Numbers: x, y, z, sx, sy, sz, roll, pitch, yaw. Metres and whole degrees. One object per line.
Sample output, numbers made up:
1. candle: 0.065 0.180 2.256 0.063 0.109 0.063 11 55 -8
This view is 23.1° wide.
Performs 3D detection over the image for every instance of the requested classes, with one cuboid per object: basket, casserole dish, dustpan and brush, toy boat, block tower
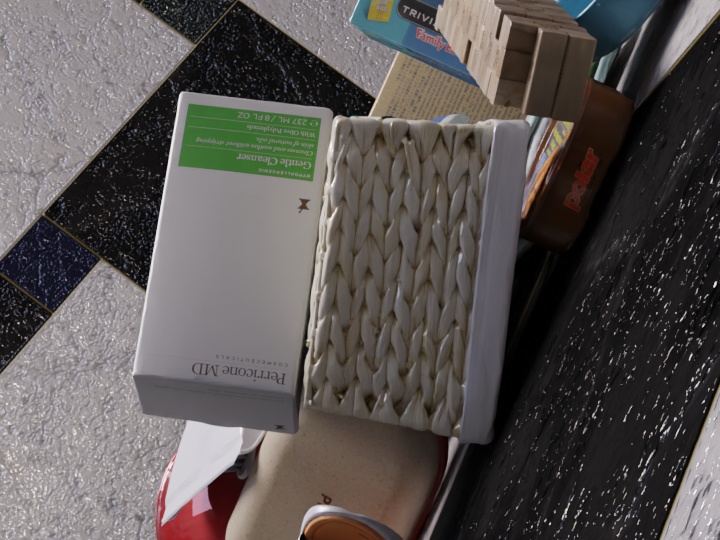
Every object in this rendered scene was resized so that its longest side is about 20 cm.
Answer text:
1. basket: 0.034 -0.002 1.118 0.136 0.123 0.201 -68 -15 -86
2. casserole dish: 0.166 -0.183 1.183 0.121 0.039 0.200 -50 8 -11
3. dustpan and brush: -0.088 0.096 1.368 0.140 0.057 0.201 -43 31 47
4. toy boat: -0.007 0.156 1.303 0.201 0.130 0.131 -65 -11 22
5. block tower: 0.096 -0.154 1.136 0.200 0.054 0.058 -114 34 -67

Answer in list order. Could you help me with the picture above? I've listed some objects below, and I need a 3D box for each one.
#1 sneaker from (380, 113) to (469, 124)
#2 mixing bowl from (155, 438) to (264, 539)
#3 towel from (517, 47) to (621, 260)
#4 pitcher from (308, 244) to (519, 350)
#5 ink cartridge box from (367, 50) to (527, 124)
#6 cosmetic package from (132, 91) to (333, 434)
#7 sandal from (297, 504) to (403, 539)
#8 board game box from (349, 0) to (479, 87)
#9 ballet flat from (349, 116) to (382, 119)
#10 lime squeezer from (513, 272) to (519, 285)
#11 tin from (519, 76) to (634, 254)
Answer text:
1. sneaker: 0.052 -0.063 1.451 0.081 0.115 0.200 -54 -38 -27
2. mixing bowl: -0.055 0.198 1.422 0.108 0.200 0.201 -34 28 60
3. towel: 0.146 -0.098 1.358 0.171 0.048 0.201 100 -166 -78
4. pitcher: 0.000 0.000 1.241 0.199 0.122 0.171 -27 18 -20
5. ink cartridge box: 0.075 -0.089 1.566 0.075 0.164 0.201 98 -164 -83
6. cosmetic package: -0.080 -0.004 1.145 0.085 0.107 0.201 94 -179 -67
7. sandal: -0.017 0.240 1.208 0.207 0.079 0.059 102 -172 -47
8. board game box: 0.075 -0.180 1.386 0.200 0.150 0.047 -49 -17 -84
9. ballet flat: -0.001 -0.033 1.386 0.072 0.071 0.201 -66 -6 -65
10. lime squeezer: 0.075 0.086 1.401 0.071 0.038 0.201 36 103 57
11. tin: 0.140 -0.073 1.162 0.200 0.042 0.112 -67 -2 -79
